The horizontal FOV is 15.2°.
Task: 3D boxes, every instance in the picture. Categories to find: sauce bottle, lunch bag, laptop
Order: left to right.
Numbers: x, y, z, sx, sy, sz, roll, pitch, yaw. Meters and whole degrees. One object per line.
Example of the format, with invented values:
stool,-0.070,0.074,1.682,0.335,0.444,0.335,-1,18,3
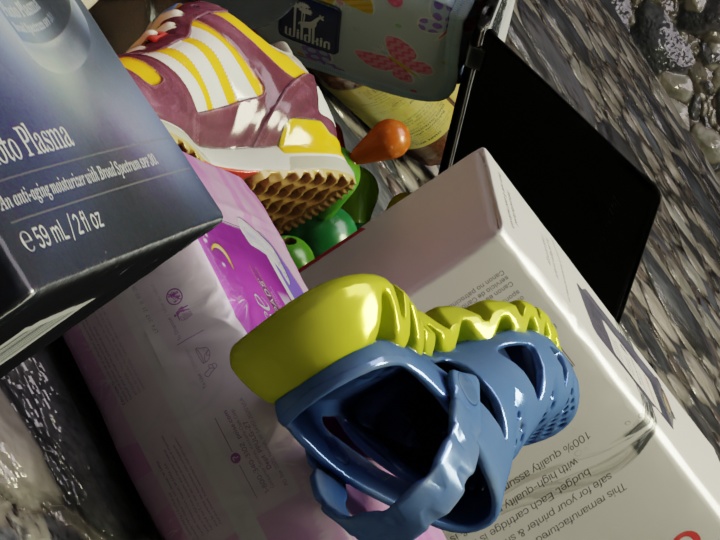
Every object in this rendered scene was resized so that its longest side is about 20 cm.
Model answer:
lunch bag,-0.008,-0.170,1.455,0.169,0.128,0.200,20,7,3
sauce bottle,0.033,-0.106,1.706,0.200,0.066,0.066,42,20,-52
laptop,0.103,-0.061,1.412,0.115,0.188,0.200,18,48,4

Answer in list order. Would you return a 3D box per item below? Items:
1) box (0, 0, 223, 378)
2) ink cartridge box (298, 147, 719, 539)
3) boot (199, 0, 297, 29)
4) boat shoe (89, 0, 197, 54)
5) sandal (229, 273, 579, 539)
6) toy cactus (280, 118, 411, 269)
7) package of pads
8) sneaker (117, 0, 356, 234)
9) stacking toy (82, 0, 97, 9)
box,-0.160,-0.056,0.782,0.199,0.123,0.200,56,13,0
ink cartridge box,0.055,0.072,1.195,0.200,0.144,0.084,51,15,-25
boot,-0.101,-0.188,1.176,0.097,0.075,0.200,44,-6,39
boat shoe,-0.109,-0.121,1.256,0.071,0.070,0.201,29,26,-17
sandal,0.026,0.058,0.975,0.200,0.079,0.087,4,57,-60
toy cactus,0.000,0.000,1.316,0.200,0.102,0.166,-92,157,-81
package of pads,-0.045,0.054,1.031,0.201,0.075,0.120,61,13,17
sneaker,-0.087,-0.069,1.112,0.200,0.075,0.090,11,52,-54
stacking toy,-0.155,-0.155,1.077,0.146,0.146,0.200,56,-3,-4
